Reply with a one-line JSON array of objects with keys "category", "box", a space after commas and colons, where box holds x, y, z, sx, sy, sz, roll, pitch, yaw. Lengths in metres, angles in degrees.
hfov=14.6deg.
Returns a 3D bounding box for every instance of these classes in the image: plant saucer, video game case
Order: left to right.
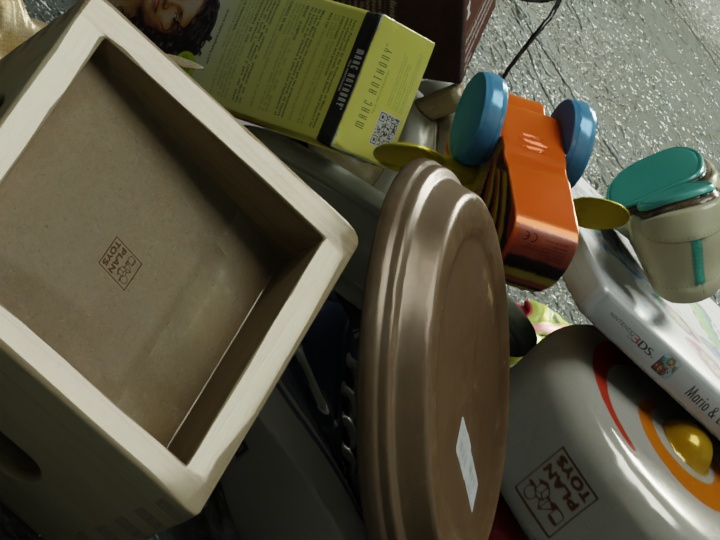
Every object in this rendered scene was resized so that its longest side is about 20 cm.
[{"category": "plant saucer", "box": [0.000, 0.000, 1.499, 0.200, 0.050, 0.200, 35, -8, 6]}, {"category": "plant saucer", "box": [0.036, 0.051, 1.257, 0.200, 0.029, 0.201, 2, 90, -76]}, {"category": "video game case", "box": [0.162, 0.023, 1.523, 0.182, 0.024, 0.200, 42, 14, -25]}]

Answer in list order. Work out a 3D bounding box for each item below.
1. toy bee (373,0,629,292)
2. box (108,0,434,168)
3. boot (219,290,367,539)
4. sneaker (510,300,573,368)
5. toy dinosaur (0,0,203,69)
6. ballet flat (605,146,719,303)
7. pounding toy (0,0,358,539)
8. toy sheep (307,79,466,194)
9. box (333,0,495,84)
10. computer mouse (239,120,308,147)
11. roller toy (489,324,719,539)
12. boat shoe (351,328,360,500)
[{"category": "toy bee", "box": [0.078, -0.054, 1.438, 0.130, 0.109, 0.200, 30, 44, -1]}, {"category": "box", "box": [-0.059, -0.115, 1.480, 0.199, 0.076, 0.050, 19, -3, 39]}, {"category": "boot", "box": [-0.023, 0.071, 1.295, 0.090, 0.073, 0.201, -27, 88, -42]}, {"category": "sneaker", "box": [0.113, 0.053, 1.663, 0.090, 0.078, 0.200, 55, 22, 23]}, {"category": "toy dinosaur", "box": [-0.185, -0.123, 1.398, 0.199, 0.058, 0.102, 3, 52, -39]}, {"category": "ballet flat", "box": [0.168, -0.020, 1.497, 0.070, 0.069, 0.200, 47, 9, -4]}, {"category": "pounding toy", "box": [-0.134, -0.013, 1.177, 0.200, 0.142, 0.185, 42, 54, -16]}, {"category": "toy sheep", "box": [0.050, -0.046, 1.631, 0.199, 0.138, 0.138, 29, 27, -31]}, {"category": "box", "box": [-0.026, -0.171, 1.602, 0.199, 0.075, 0.100, 8, 34, 13]}, {"category": "computer mouse", "box": [-0.068, -0.119, 1.641, 0.141, 0.046, 0.200, 51, 21, 6]}, {"category": "roller toy", "box": [0.128, 0.128, 1.468, 0.182, 0.140, 0.200, 40, 23, -20]}, {"category": "boat shoe", "box": [0.011, 0.081, 1.398, 0.074, 0.068, 0.200, 58, 18, -16]}]
